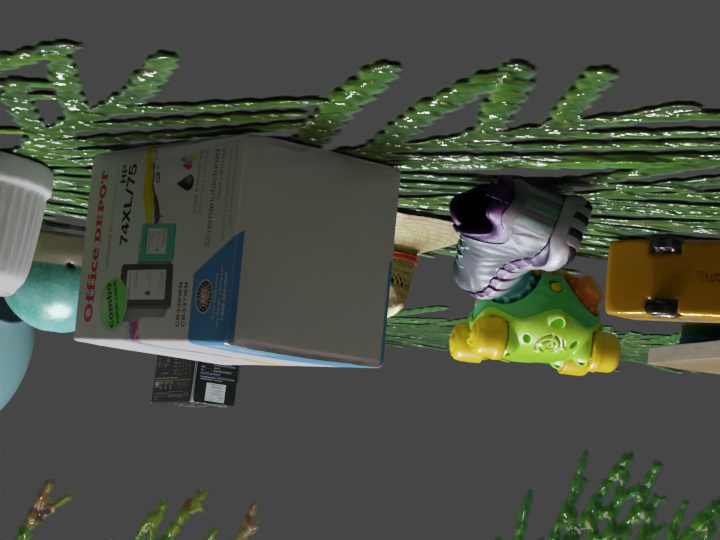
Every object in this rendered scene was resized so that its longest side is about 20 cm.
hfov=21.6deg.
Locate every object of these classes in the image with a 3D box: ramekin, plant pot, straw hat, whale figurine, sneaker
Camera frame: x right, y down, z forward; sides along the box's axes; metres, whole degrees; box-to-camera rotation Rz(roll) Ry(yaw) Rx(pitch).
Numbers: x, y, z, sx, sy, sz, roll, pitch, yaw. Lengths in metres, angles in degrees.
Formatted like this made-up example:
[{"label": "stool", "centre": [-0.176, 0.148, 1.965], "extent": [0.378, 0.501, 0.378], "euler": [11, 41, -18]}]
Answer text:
[{"label": "ramekin", "centre": [-0.355, -0.041, 1.536], "extent": [0.198, 0.106, 0.200], "euler": [6, 173, 1]}, {"label": "plant pot", "centre": [-0.492, 0.068, 2.392], "extent": [0.199, 0.201, 0.135], "euler": [12, 136, -43]}, {"label": "straw hat", "centre": [0.000, 0.000, 1.649], "extent": [0.199, 0.086, 0.201], "euler": [6, 173, 1]}, {"label": "whale figurine", "centre": [-0.328, 0.015, 2.003], "extent": [0.158, 0.105, 0.200], "euler": [8, 173, -21]}, {"label": "sneaker", "centre": [0.097, -0.035, 1.416], "extent": [0.087, 0.075, 0.200], "euler": [25, 161, -14]}]

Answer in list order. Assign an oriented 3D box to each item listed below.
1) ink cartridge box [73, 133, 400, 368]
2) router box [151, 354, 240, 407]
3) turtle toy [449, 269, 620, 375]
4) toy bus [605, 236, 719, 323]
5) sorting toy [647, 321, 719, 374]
[{"label": "ink cartridge box", "centre": [-0.093, -0.010, 1.382], "extent": [0.145, 0.148, 0.199], "euler": [10, 172, -39]}, {"label": "router box", "centre": [-0.208, 0.098, 2.418], "extent": [0.062, 0.151, 0.200], "euler": [8, 174, -20]}, {"label": "turtle toy", "centre": [0.161, 0.042, 1.796], "extent": [0.144, 0.102, 0.200], "euler": [8, 174, -12]}, {"label": "toy bus", "centre": [0.298, 0.010, 1.551], "extent": [0.199, 0.066, 0.078], "euler": [1, 172, 37]}, {"label": "sorting toy", "centre": [0.428, 0.072, 1.954], "extent": [0.197, 0.070, 0.200], "euler": [8, 174, -14]}]
